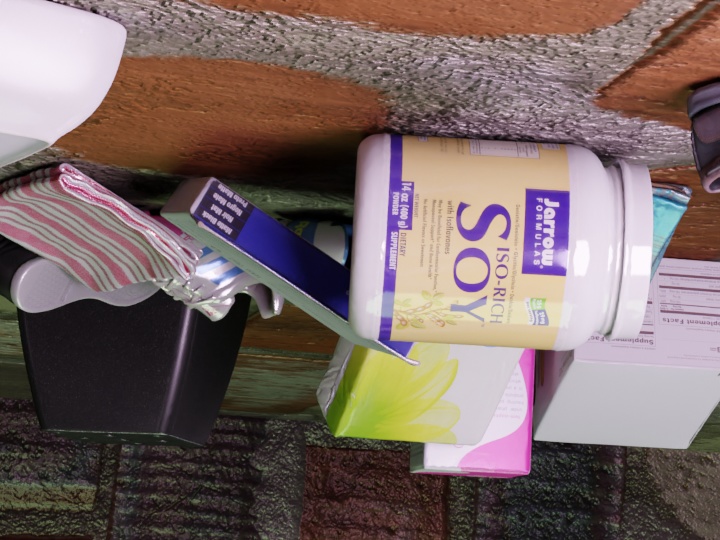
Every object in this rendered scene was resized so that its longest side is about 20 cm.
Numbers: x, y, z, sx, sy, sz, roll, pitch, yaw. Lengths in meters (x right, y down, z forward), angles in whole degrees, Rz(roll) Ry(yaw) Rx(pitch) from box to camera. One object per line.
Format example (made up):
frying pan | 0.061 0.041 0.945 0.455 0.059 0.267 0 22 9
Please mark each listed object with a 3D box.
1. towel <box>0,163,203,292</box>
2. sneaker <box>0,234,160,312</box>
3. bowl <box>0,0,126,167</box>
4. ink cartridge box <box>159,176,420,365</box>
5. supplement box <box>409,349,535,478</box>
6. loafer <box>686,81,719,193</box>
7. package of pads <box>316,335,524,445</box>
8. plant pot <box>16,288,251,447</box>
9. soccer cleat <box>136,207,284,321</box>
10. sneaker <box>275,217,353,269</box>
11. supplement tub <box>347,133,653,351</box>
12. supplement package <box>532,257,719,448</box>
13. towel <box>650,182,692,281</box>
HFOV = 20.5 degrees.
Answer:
towel | -0.234 -0.029 1.635 0.146 0.030 0.200 34 156 -27
sneaker | -0.265 -0.011 1.817 0.099 0.071 0.200 25 -159 36
bowl | -0.256 -0.110 1.173 0.200 0.075 0.200 7 170 -31
ink cartridge box | -0.049 -0.002 1.501 0.199 0.041 0.200 34 176 -14
supplement box | 0.105 0.092 1.864 0.101 0.200 0.103 5 170 -7
loafer | 0.268 -0.088 1.152 0.072 0.063 0.200 9 169 -31
package of pads | 0.067 0.056 1.712 0.154 0.200 0.068 8 -150 -29
plant pot | -0.232 0.085 2.012 0.199 0.178 0.200 1 169 12
soccer cleat | -0.150 -0.003 1.729 0.200 0.086 0.070 8 169 -25
sneaker | 0.000 0.000 1.745 0.082 0.074 0.200 -5 168 32
supplement tub | 0.094 -0.019 1.378 0.200 0.146 0.145 3 171 0
supplement package | 0.253 0.079 1.858 0.156 0.111 0.200 4 153 -5
towel | 0.137 -0.016 1.506 0.200 0.022 0.147 6 131 -17
